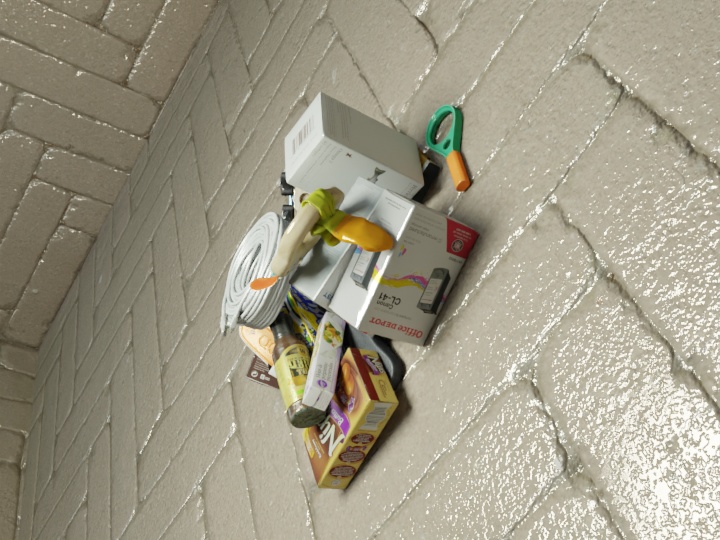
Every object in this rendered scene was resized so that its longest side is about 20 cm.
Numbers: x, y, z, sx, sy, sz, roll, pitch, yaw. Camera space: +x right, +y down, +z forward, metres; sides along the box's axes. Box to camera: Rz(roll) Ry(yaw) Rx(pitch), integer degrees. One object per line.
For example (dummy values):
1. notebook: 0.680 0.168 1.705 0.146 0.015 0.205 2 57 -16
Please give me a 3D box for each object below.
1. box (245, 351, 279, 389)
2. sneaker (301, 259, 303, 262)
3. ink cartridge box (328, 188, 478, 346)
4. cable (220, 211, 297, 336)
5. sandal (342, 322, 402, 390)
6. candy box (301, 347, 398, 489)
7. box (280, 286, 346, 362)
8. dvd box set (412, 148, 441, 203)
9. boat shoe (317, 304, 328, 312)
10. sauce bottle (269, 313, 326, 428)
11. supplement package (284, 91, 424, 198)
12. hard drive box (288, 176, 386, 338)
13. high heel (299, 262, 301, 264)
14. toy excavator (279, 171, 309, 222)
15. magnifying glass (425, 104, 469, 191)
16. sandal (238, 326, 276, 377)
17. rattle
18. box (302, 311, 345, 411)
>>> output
1. box: -0.145 0.116 1.602 0.100 0.075 0.201 -87 17 -88
2. sneaker: -0.027 -0.083 1.453 0.082 0.074 0.200 -27 30 55
3. ink cartridge box: 0.066 -0.001 1.265 0.086 0.147 0.200 33 101 49
4. cable: -0.168 0.002 1.448 0.200 0.069 0.200 -52 27 28
5. sandal: 0.019 0.126 1.388 0.076 0.043 0.200 -62 38 27
6. candy box: -0.021 0.235 1.329 0.200 0.056 0.117 -64 31 29
7. box: -0.090 0.103 1.471 0.064 0.070 0.200 -47 60 36
8. dvd box set: 0.060 -0.159 1.506 0.147 0.029 0.200 -60 29 15
9. boat shoe: 0.000 0.000 1.436 0.200 0.069 0.057 -41 28 20
10. sauce bottle: -0.110 0.158 1.378 0.065 0.065 0.200 -49 46 31
11. supplement package: -0.011 -0.181 1.397 0.117 0.200 0.118 -47 34 35
12. hard drive box: 0.009 -0.019 1.324 0.077 0.156 0.200 33 89 46
13. high heel: -0.141 -0.022 1.749 0.200 0.067 0.096 -63 7 5
14. toy excavator: -0.097 -0.170 1.706 0.200 0.100 0.195 2 -93 -85
15. magnifying glass: 0.147 -0.202 1.394 0.080 0.022 0.200 -49 35 32
16. sandal: -0.145 0.154 1.508 0.206 0.059 0.079 32 96 17
17. rattle: -0.060 -0.014 1.246 0.200 0.143 0.130 -57 8 20
18. box: -0.056 0.140 1.350 0.200 0.039 0.042 -81 14 -57
